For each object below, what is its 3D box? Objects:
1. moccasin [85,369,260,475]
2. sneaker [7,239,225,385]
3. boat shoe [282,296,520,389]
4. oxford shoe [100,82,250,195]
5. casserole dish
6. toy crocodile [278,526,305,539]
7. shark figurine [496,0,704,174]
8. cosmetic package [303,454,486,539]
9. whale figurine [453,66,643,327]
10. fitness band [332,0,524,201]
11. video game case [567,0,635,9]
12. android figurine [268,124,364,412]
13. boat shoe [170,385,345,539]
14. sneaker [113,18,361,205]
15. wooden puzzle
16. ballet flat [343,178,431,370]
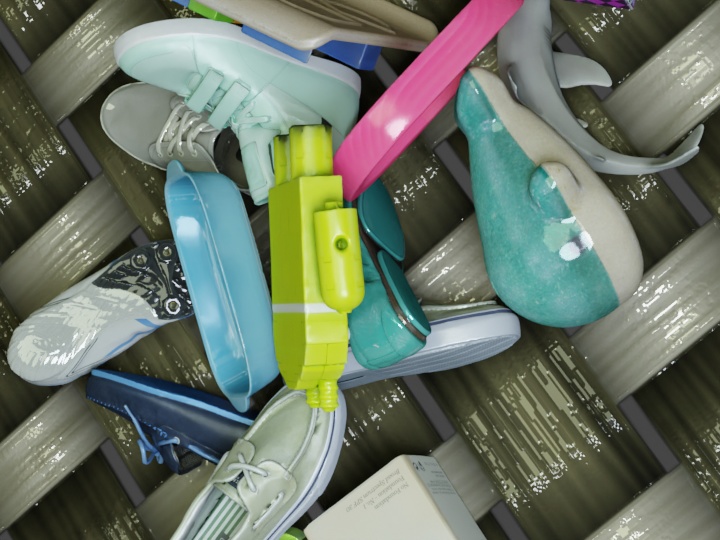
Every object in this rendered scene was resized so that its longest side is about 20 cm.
[{"bbox_3d":[-0.138,0.132,1.362,0.199,0.080,0.069,18,94,24],"label":"moccasin"},{"bbox_3d":[-0.198,0.031,1.412,0.199,0.072,0.072,-27,89,2],"label":"sneaker"},{"bbox_3d":[0.025,0.047,1.312,0.198,0.072,0.063,-13,73,22],"label":"boat shoe"},{"bbox_3d":[-0.135,-0.110,1.407,0.199,0.058,0.076,23,93,25],"label":"oxford shoe"},{"bbox_3d":[-0.104,0.008,1.329,0.038,0.121,0.202,-17,92,-19],"label":"casserole dish"},{"bbox_3d":[-0.030,0.292,1.300,0.061,0.067,0.201,-32,72,16],"label":"toy crocodile"},{"bbox_3d":[0.148,-0.123,1.276,0.128,0.089,0.215,-45,67,12],"label":"shark figurine"},{"bbox_3d":[0.057,0.247,1.268,0.103,0.073,0.201,-39,69,14],"label":"cosmetic package"},{"bbox_3d":[0.117,-0.048,1.237,0.103,0.159,0.201,-35,88,-2],"label":"whale figurine"},{"bbox_3d":[0.046,-0.135,1.264,0.037,0.144,0.200,41,78,1],"label":"fitness band"},{"bbox_3d":[0.133,-0.300,1.301,0.198,0.036,0.183,12,82,25],"label":"video game case"},{"bbox_3d":[-0.035,0.000,1.225,0.041,0.182,0.202,-4,88,-14],"label":"android figurine"},{"bbox_3d":[-0.079,0.166,1.272,0.072,0.062,0.201,30,89,25],"label":"boat shoe"},{"bbox_3d":[-0.096,-0.117,1.311,0.199,0.074,0.119,12,65,-17],"label":"sneaker"},{"bbox_3d":[-0.059,-0.199,1.319,0.184,0.200,0.047,27,110,23],"label":"wooden puzzle"},{"bbox_3d":[0.000,0.000,1.287,0.070,0.067,0.201,-34,36,15],"label":"ballet flat"}]
